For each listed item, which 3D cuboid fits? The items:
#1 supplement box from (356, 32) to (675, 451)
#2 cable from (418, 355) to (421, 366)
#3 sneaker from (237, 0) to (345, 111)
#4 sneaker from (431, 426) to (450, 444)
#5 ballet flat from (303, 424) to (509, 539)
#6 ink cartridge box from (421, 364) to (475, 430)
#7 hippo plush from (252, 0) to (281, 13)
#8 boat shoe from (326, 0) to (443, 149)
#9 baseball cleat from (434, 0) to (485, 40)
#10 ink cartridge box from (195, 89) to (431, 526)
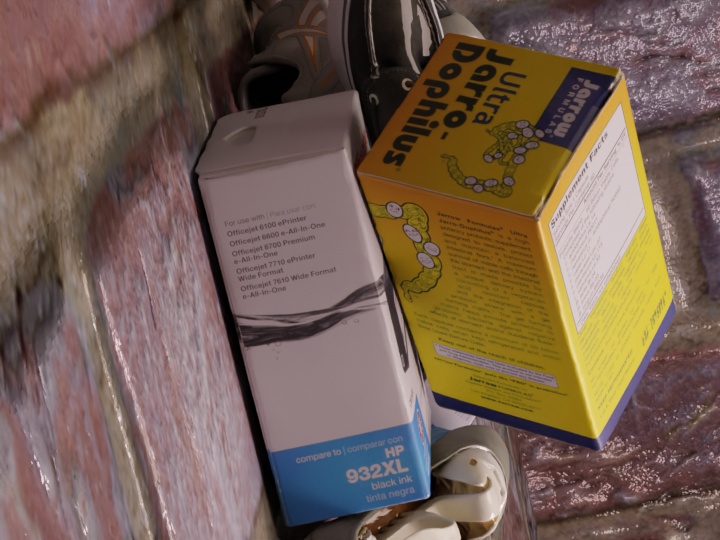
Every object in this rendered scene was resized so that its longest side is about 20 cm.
[{"bbox_3d":[0.089,-0.014,1.418,0.109,0.109,0.200,-57,148,-30],"label":"supplement box"},{"bbox_3d":[0.000,0.000,1.613,0.163,0.051,0.200,60,21,-25],"label":"cable"},{"bbox_3d":[-0.041,-0.124,1.599,0.200,0.092,0.076,-146,-135,-64],"label":"sneaker"},{"bbox_3d":[0.011,0.152,1.557,0.200,0.090,0.079,-45,141,-60],"label":"sneaker"},{"bbox_3d":[0.041,0.140,1.447,0.200,0.064,0.068,-29,105,-46],"label":"ballet flat"},{"bbox_3d":[0.077,0.032,1.662,0.200,0.044,0.094,-57,-171,15],"label":"ink cartridge box"},{"bbox_3d":[-0.003,-0.260,1.747,0.159,0.160,0.200,71,10,-48],"label":"hippo plush"},{"bbox_3d":[0.032,-0.087,1.493,0.057,0.069,0.200,17,-59,59],"label":"boat shoe"},{"bbox_3d":[0.045,-0.090,1.625,0.200,0.070,0.107,97,-27,-42],"label":"baseball cleat"},{"bbox_3d":[-0.021,0.017,1.434,0.145,0.084,0.200,-81,158,-74],"label":"ink cartridge box"}]
